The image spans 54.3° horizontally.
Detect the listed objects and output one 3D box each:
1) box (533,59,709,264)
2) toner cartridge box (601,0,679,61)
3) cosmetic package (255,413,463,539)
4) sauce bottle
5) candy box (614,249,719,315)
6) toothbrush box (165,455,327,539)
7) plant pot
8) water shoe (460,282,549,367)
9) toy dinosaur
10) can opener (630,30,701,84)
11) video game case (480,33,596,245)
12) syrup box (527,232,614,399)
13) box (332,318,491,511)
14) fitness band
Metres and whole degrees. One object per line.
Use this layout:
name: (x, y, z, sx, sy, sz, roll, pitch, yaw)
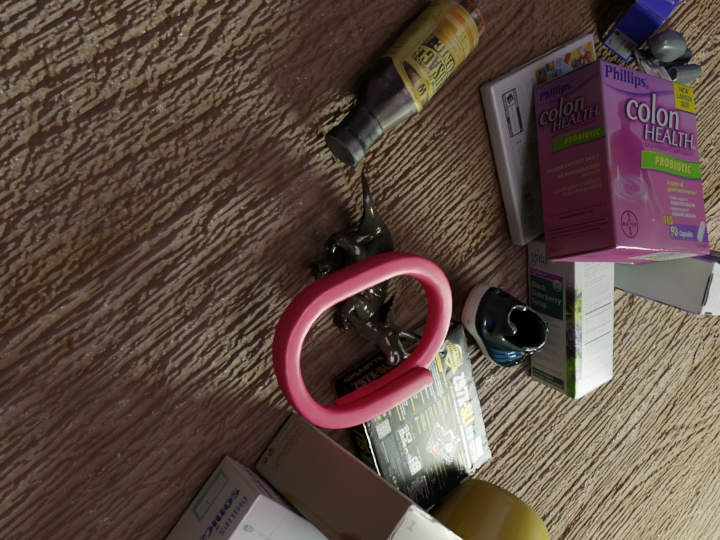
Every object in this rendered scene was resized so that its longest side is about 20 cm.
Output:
box: (0.298, -0.113, 0.801, 0.174, 0.096, 0.202, 2, 81, -34)
toner cartridge box: (0.382, -0.360, 0.861, 0.043, 0.095, 0.201, 38, 76, 1)
cosmetic package: (-0.005, 0.224, 0.673, 0.071, 0.199, 0.105, -53, 125, -11)
sauce bottle: (0.043, -0.185, 0.685, 0.201, 0.066, 0.066, -52, 125, -13)
candy box: (0.446, 0.005, 0.961, 0.198, 0.167, 0.072, 3, 103, -37)
toothbrush box: (-0.095, 0.304, 0.702, 0.200, 0.085, 0.147, 43, 77, -36)
plant pot: (0.126, 0.362, 0.822, 0.189, 0.199, 0.202, -50, 127, -33)
water shoe: (0.183, 0.080, 0.827, 0.200, 0.078, 0.072, 34, 81, -53)
toy dinosaur: (0.000, 0.000, 0.710, 0.102, 0.076, 0.202, -16, 107, -44)
can opener: (0.396, -0.262, 0.889, 0.199, 0.066, 0.053, -19, 82, -51)
video game case: (0.233, -0.159, 0.855, 0.181, 0.023, 0.202, -31, 118, -26)
syrup box: (0.270, 0.051, 0.902, 0.081, 0.078, 0.202, -19, 113, -30)
box: (0.066, 0.176, 0.808, 0.159, 0.049, 0.202, -31, 118, -28)
fitness band: (0.008, 0.063, 0.667, 0.199, 0.037, 0.145, -24, 112, -28)
